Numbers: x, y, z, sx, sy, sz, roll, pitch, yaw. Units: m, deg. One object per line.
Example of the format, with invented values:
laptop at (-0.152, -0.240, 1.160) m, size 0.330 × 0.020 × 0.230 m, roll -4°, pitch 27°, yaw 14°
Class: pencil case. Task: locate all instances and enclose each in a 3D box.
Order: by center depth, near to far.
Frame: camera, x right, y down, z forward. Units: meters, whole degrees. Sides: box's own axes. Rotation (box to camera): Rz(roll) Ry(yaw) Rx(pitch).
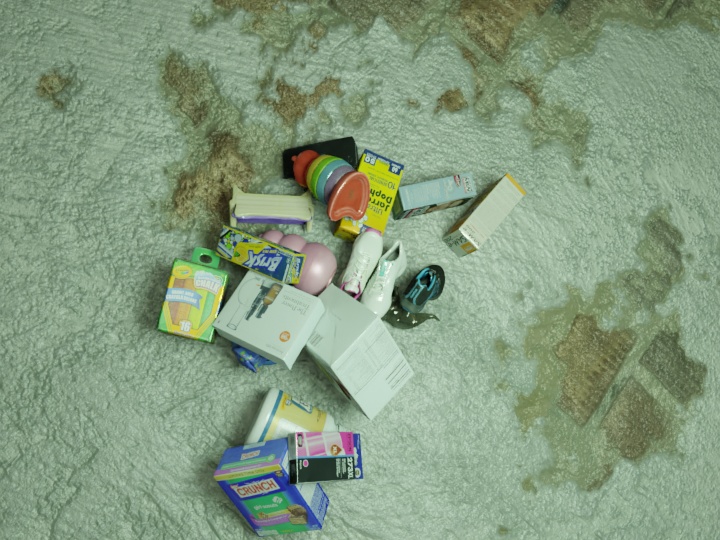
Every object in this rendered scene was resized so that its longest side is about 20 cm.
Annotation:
pencil case at (-0.197, 0.133, 1.288) m, size 0.201 × 0.086 × 0.078 m, roll -48°, pitch 113°, yaw -13°

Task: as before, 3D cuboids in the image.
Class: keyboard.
keyboard at (-0.098, -0.248, 1.396) m, size 0.193 × 0.021 × 0.132 m, roll -7°, pitch 76°, yaw 16°

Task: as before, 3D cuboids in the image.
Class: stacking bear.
stacking bear at (-0.080, -0.208, 1.311) m, size 0.119 × 0.198 × 0.117 m, roll -5°, pitch 122°, yaw -47°

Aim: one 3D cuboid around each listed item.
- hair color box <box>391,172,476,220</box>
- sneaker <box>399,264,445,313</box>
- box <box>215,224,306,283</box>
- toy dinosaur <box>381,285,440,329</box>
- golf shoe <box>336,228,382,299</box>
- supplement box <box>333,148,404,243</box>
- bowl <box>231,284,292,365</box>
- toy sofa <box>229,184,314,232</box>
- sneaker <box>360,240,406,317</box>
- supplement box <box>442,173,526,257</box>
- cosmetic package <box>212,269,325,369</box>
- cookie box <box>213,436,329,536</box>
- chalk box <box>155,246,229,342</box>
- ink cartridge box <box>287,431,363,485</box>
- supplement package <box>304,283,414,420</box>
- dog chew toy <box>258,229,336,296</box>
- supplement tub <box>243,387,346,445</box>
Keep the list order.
hair color box at (0.180, -0.185, 1.443) m, size 0.194 × 0.099 × 0.063 m, roll -14°, pitch 84°, yaw -13°
sneaker at (0.166, 0.029, 1.377) m, size 0.072 × 0.083 × 0.200 m, roll 34°, pitch 35°, yaw 9°
box at (-0.222, -0.035, 1.278) m, size 0.195 × 0.064 × 0.072 m, roll 21°, pitch 97°, yaw 22°
toy dinosaur at (0.096, 0.098, 1.409) m, size 0.195 × 0.077 × 0.105 m, roll 24°, pitch 89°, yaw -13°
golf shoe at (0.000, 0.000, 1.335) m, size 0.073 × 0.093 × 0.204 m, roll 19°, pitch 122°, yaw -8°
supplement box at (0.019, -0.169, 1.403) m, size 0.106 × 0.109 × 0.206 m, roll 19°, pitch 79°, yaw -8°
bowl at (-0.215, 0.117, 1.349) m, size 0.194 × 0.039 × 0.208 m, roll 2°, pitch 82°, yaw -11°
toy sofa at (-0.207, -0.132, 1.348) m, size 0.193 × 0.084 × 0.100 m, roll 1°, pitch 51°, yaw -12°
sneaker at (0.051, 0.016, 1.338) m, size 0.073 × 0.090 × 0.203 m, roll 18°, pitch 58°, yaw 14°
supplement box at (0.308, -0.136, 1.449) m, size 0.073 × 0.126 × 0.200 m, roll 43°, pitch 75°, yaw -3°
cosmetic package at (-0.194, 0.099, 1.222) m, size 0.195 × 0.052 × 0.153 m, roll 19°, pitch 65°, yaw 25°
cookie box at (-0.183, 0.457, 1.207) m, size 0.167 × 0.076 × 0.204 m, roll -16°, pitch 117°, yaw 22°
chalk box at (-0.364, 0.049, 1.285) m, size 0.120 × 0.124 × 0.207 m, roll 13°, pitch 80°, yaw -9°
ink cartridge box at (-0.062, 0.384, 1.189) m, size 0.196 × 0.037 × 0.098 m, roll 14°, pitch 63°, yaw -42°
supplement package at (-0.020, 0.176, 1.264) m, size 0.147 × 0.190 × 0.202 m, roll -43°, pitch 128°, yaw -13°
dog chew toy at (-0.154, -0.026, 1.345) m, size 0.196 × 0.125 × 0.127 m, roll 28°, pitch 77°, yaw 2°
supplement tub at (-0.143, 0.365, 1.274) m, size 0.196 × 0.145 × 0.148 m, roll 27°, pitch 77°, yaw -7°
